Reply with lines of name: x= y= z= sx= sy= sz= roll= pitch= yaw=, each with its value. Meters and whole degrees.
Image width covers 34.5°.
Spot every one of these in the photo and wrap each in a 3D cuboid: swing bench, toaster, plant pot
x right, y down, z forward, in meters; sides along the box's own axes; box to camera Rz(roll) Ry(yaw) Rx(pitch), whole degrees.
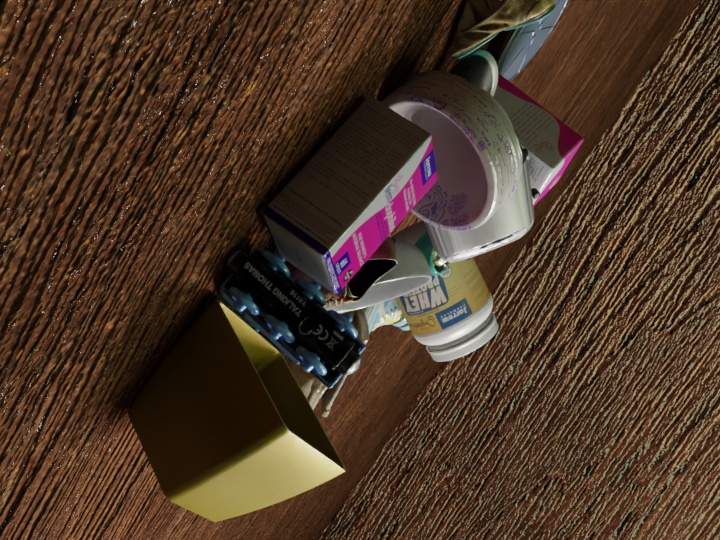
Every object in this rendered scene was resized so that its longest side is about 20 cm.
swing bench: x=-0.085 y=0.155 z=1.800 sx=0.200 sy=0.129 sz=0.200 roll=-40 pitch=162 yaw=-45
toaster: x=0.153 y=-0.099 z=1.636 sx=0.198 sy=0.130 sz=0.114 roll=-21 pitch=-149 yaw=0
plant pot: x=-0.165 y=0.193 z=1.426 sx=0.176 sy=0.201 sz=0.200 roll=-35 pitch=149 yaw=3

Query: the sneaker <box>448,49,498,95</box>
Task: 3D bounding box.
sneaker: x=0.112 y=-0.212 z=1.580 sx=0.099 sy=0.071 sz=0.200 roll=-44 pitch=177 yaw=-44

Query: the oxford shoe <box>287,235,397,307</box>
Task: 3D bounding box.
oxford shoe: x=-0.040 y=0.016 z=1.450 sx=0.199 sy=0.075 sz=0.070 roll=-38 pitch=136 yaw=14

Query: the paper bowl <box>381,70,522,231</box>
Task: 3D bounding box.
paper bowl: x=0.117 y=-0.160 z=1.480 sx=0.104 sy=0.200 sz=0.201 roll=-42 pitch=164 yaw=-32

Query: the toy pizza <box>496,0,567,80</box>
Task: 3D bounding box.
toy pizza: x=0.260 y=-0.378 z=1.787 sx=0.201 sy=0.032 sz=0.201 roll=-50 pitch=167 yaw=-15

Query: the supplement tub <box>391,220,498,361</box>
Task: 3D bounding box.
supplement tub: x=0.126 y=0.028 z=1.863 sx=0.143 sy=0.202 sz=0.145 roll=-26 pitch=-168 yaw=6

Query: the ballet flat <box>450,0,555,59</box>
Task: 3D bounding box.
ballet flat: x=0.170 y=-0.330 z=1.482 sx=0.071 sy=0.071 sz=0.199 roll=-45 pitch=-164 yaw=-28

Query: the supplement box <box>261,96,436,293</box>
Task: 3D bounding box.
supplement box: x=-0.009 y=-0.091 z=1.387 sx=0.200 sy=0.103 sz=0.101 roll=-50 pitch=156 yaw=-16

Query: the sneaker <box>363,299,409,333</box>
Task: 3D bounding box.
sneaker: x=0.048 y=0.072 z=1.919 sx=0.079 sy=0.130 sz=0.201 roll=-38 pitch=-161 yaw=39

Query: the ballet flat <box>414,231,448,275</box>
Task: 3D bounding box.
ballet flat: x=0.151 y=-0.075 z=1.743 sx=0.201 sy=0.070 sz=0.067 roll=-56 pitch=139 yaw=-3

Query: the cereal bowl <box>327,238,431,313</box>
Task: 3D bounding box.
cereal bowl: x=0.000 y=0.000 z=1.681 sx=0.198 sy=0.084 sz=0.200 roll=-15 pitch=171 yaw=-2

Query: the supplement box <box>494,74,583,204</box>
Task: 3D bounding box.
supplement box: x=0.212 y=-0.200 z=1.715 sx=0.101 sy=0.199 sz=0.104 roll=-40 pitch=163 yaw=-40

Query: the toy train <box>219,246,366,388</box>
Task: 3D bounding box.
toy train: x=-0.082 y=0.055 z=1.388 sx=0.087 sy=0.200 sz=0.114 roll=-48 pitch=178 yaw=-14

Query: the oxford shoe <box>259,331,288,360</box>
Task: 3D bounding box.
oxford shoe: x=-0.156 y=0.126 z=1.595 sx=0.200 sy=0.072 sz=0.085 roll=-40 pitch=162 yaw=-43

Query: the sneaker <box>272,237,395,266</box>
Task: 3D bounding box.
sneaker: x=-0.033 y=-0.021 z=1.527 sx=0.200 sy=0.113 sz=0.076 roll=-40 pitch=163 yaw=-42
